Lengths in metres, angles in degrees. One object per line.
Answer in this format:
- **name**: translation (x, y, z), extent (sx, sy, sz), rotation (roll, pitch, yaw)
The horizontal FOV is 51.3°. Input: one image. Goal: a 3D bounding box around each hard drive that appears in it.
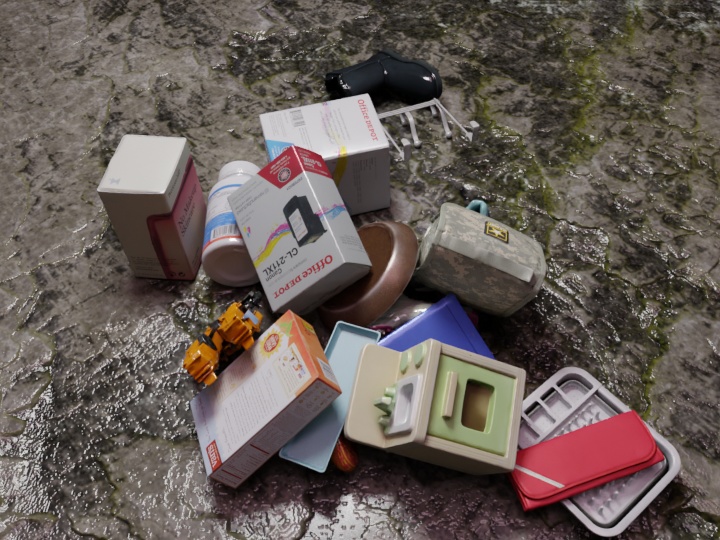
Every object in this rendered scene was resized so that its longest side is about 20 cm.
- **hard drive**: translation (0.083, 0.141, 1.049), extent (0.198, 0.025, 0.133), rotation (-32, 85, -14)

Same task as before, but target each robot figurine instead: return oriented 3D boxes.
- **robot figurine**: translation (-0.190, 0.095, 1.062), extent (0.145, 0.200, 0.058), rotation (-43, 95, 1)

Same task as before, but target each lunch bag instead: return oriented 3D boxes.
- **lunch bag**: translation (0.168, -0.015, 1.073), extent (0.162, 0.200, 0.119), rotation (24, 84, -1)

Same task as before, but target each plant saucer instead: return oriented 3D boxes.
- **plant saucer**: translation (-0.037, 0.165, 0.995), extent (0.069, 0.019, 0.202), rotation (13, 63, 24)
- **plant saucer**: translation (0.000, 0.000, 1.142), extent (0.199, 0.034, 0.202), rotation (-32, 36, 26)

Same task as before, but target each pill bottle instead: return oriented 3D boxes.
- **pill bottle**: translation (-0.201, -0.083, 1.244), extent (0.110, 0.113, 0.202), rotation (-3, 50, 0)

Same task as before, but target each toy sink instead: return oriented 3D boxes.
- **toy sink**: translation (0.096, 0.169, 0.953), extent (0.197, 0.112, 0.132), rotation (19, 67, -14)

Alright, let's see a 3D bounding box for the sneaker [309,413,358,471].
- **sneaker**: translation (-0.072, 0.207, 1.039), extent (0.077, 0.073, 0.200), rotation (-44, 56, 0)

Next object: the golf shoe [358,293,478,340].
- **golf shoe**: translation (0.077, 0.066, 1.133), extent (0.196, 0.076, 0.092), rotation (-5, 46, -3)

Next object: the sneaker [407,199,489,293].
- **sneaker**: translation (0.136, -0.047, 1.212), extent (0.077, 0.087, 0.199), rotation (34, 60, 28)

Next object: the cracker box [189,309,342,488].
- **cracker box**: translation (-0.130, 0.169, 0.995), extent (0.200, 0.058, 0.135), rotation (-42, 42, 10)

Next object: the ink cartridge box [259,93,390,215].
- **ink cartridge box**: translation (-0.059, -0.189, 1.300), extent (0.197, 0.147, 0.148), rotation (-12, 50, -7)

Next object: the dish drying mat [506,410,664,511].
- **dish drying mat**: translation (0.284, 0.240, 0.957), extent (0.197, 0.018, 0.077), rotation (-17, 51, -11)

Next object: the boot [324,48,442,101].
- **boot**: translation (0.041, -0.363, 1.482), extent (0.167, 0.077, 0.200), rotation (-31, 49, -26)

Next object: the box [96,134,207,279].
- **box**: translation (-0.322, -0.098, 1.204), extent (0.107, 0.202, 0.129), rotation (4, 50, 7)

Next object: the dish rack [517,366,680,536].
- **dish rack**: translation (0.298, 0.241, 0.995), extent (0.171, 0.044, 0.200), rotation (-33, 56, -23)

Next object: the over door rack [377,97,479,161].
- **over door rack**: translation (0.112, -0.252, 1.384), extent (0.146, 0.068, 0.200), rotation (-17, 31, -11)

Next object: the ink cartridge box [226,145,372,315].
- **ink cartridge box**: translation (-0.092, -0.057, 1.110), extent (0.145, 0.082, 0.202), rotation (-33, 70, 23)
